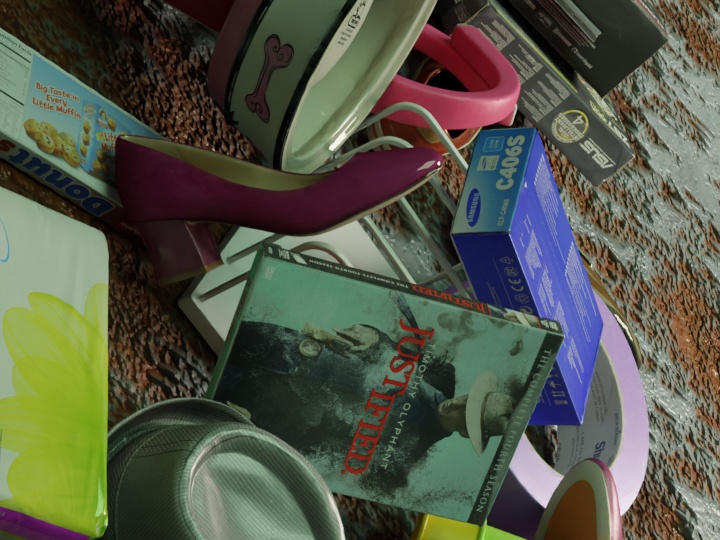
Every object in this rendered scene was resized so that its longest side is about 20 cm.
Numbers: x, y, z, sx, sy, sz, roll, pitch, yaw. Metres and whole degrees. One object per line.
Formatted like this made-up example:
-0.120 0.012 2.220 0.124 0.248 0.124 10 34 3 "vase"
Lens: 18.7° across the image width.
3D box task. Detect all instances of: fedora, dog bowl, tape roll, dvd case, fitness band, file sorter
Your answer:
-0.067 0.162 1.256 0.177 0.090 0.201 -43 106 -41 "fedora"
-0.022 -0.159 1.394 0.074 0.201 0.200 34 33 11 "dog bowl"
0.125 0.096 1.591 0.199 0.065 0.202 23 57 -42 "tape roll"
0.009 0.073 1.340 0.198 0.147 0.022 15 23 -18 "dvd case"
0.036 -0.152 1.576 0.143 0.038 0.200 8 25 -25 "fitness band"
0.000 0.000 1.450 0.139 0.124 0.200 53 35 -16 "file sorter"

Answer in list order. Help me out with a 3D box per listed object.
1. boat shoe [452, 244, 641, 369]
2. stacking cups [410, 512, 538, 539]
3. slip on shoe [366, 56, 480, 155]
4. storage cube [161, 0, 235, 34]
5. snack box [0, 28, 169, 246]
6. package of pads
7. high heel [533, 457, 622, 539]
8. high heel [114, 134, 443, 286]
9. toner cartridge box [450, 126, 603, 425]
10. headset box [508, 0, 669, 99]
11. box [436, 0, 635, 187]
0.151 0.005 1.696 0.200 0.075 0.074 48 34 -24 "boat shoe"
0.126 0.214 1.447 0.199 0.061 0.061 22 42 1 "stacking cups"
0.069 -0.130 1.680 0.074 0.061 0.200 57 29 -5 "slip on shoe"
-0.092 -0.288 1.411 0.199 0.181 0.171 29 32 13 "storage cube"
-0.186 -0.087 1.343 0.200 0.024 0.072 34 45 -37 "snack box"
-0.207 0.047 1.190 0.154 0.068 0.201 26 50 -42 "package of pads"
0.171 0.225 1.529 0.096 0.067 0.202 -6 100 -47 "high heel"
-0.053 -0.064 1.316 0.067 0.199 0.097 -41 112 -78 "high heel"
0.115 0.007 1.475 0.201 0.043 0.095 66 30 -43 "toner cartridge box"
0.165 -0.238 1.754 0.149 0.077 0.200 43 19 -20 "headset box"
0.134 -0.180 1.773 0.200 0.049 0.162 41 19 -32 "box"
